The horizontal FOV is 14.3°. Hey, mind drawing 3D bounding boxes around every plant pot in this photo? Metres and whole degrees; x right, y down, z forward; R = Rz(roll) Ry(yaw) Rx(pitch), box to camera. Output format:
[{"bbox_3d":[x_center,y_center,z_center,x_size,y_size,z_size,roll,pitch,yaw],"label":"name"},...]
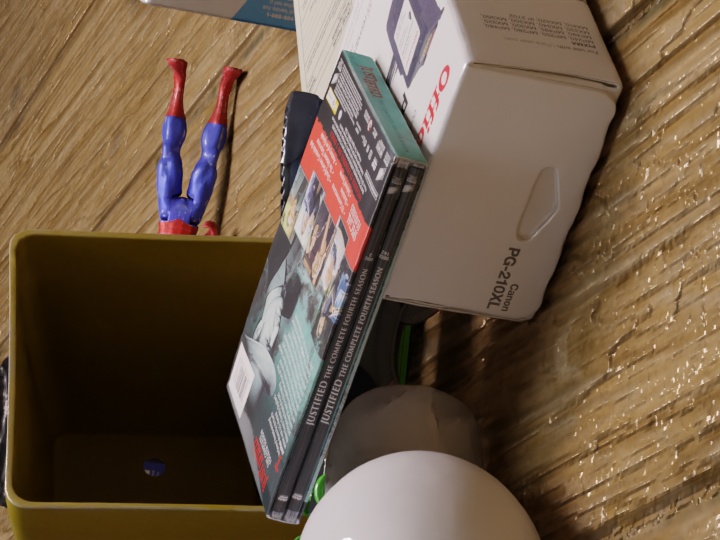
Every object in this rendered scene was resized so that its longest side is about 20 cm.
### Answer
[{"bbox_3d":[-0.120,0.110,1.764,0.177,0.199,0.201,102,167,-52],"label":"plant pot"}]

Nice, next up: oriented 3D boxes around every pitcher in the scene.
[{"bbox_3d":[0.024,0.164,1.384,0.200,0.121,0.172,-105,20,-74],"label":"pitcher"}]

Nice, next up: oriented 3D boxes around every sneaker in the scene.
[{"bbox_3d":[0.000,0.000,1.547,0.070,0.082,0.201,25,-121,-86],"label":"sneaker"}]

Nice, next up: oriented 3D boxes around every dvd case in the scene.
[{"bbox_3d":[-0.020,0.006,1.436,0.146,0.022,0.201,-115,42,-63],"label":"dvd case"}]

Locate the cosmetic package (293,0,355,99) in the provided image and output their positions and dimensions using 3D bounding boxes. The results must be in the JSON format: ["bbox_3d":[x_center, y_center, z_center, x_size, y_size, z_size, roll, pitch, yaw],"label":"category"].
[{"bbox_3d":[0.010,-0.164,1.653,0.105,0.071,0.201,118,155,-45],"label":"cosmetic package"}]

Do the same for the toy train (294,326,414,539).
[{"bbox_3d":[-0.004,0.108,1.586,0.042,0.056,0.201,158,120,-64],"label":"toy train"}]

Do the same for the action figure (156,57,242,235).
[{"bbox_3d":[-0.129,-0.051,2.047,0.099,0.065,0.201,-95,14,-89],"label":"action figure"}]

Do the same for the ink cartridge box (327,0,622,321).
[{"bbox_3d":[0.053,-0.092,1.454,0.200,0.084,0.145,-105,28,-53],"label":"ink cartridge box"}]

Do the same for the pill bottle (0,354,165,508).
[{"bbox_3d":[-0.192,0.112,1.950,0.112,0.199,0.112,-171,90,-73],"label":"pill bottle"}]

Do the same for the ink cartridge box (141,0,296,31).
[{"bbox_3d":[-0.075,-0.269,1.891,0.125,0.128,0.201,-145,66,-71],"label":"ink cartridge box"}]
